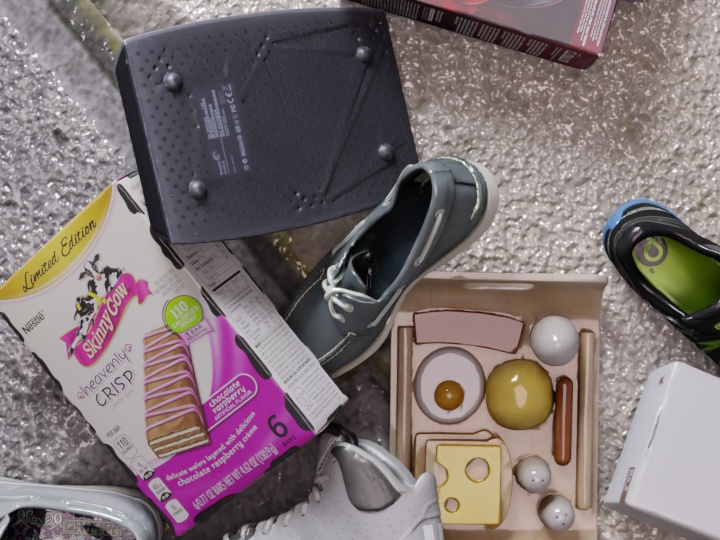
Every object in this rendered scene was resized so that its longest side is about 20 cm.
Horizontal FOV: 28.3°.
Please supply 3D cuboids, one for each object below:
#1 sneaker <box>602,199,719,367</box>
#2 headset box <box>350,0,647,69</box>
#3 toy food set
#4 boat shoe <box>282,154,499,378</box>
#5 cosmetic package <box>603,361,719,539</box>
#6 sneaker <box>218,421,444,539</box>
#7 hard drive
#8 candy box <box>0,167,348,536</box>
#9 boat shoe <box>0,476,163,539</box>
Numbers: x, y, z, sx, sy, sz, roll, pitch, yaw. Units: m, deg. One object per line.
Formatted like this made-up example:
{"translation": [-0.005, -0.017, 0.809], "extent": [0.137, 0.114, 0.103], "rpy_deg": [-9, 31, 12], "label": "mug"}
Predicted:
{"translation": [0.238, 0.031, 0.923], "extent": [0.199, 0.083, 0.071], "rpy_deg": [37, 106, 1], "label": "sneaker"}
{"translation": [0.096, -0.225, 0.923], "extent": [0.199, 0.075, 0.150], "rpy_deg": [17, 91, 0], "label": "headset box"}
{"translation": [0.090, 0.101, 0.941], "extent": [0.142, 0.060, 0.201], "rpy_deg": [1, 91, 0], "label": "toy food set"}
{"translation": [0.000, 0.000, 0.906], "extent": [0.200, 0.062, 0.073], "rpy_deg": [-43, 63, 25], "label": "boat shoe"}
{"translation": [0.271, 0.143, 0.930], "extent": [0.199, 0.074, 0.102], "rpy_deg": [22, 79, 1], "label": "cosmetic package"}
{"translation": [-0.038, 0.157, 0.930], "extent": [0.199, 0.075, 0.116], "rpy_deg": [-4, 86, 14], "label": "sneaker"}
{"translation": [-0.056, -0.092, 0.895], "extent": [0.199, 0.042, 0.136], "rpy_deg": [-15, 93, -38], "label": "hard drive"}
{"translation": [-0.123, 0.050, 0.915], "extent": [0.136, 0.061, 0.200], "rpy_deg": [-39, 91, 27], "label": "candy box"}
{"translation": [-0.232, 0.172, 0.937], "extent": [0.199, 0.072, 0.071], "rpy_deg": [-1, 92, 0], "label": "boat shoe"}
